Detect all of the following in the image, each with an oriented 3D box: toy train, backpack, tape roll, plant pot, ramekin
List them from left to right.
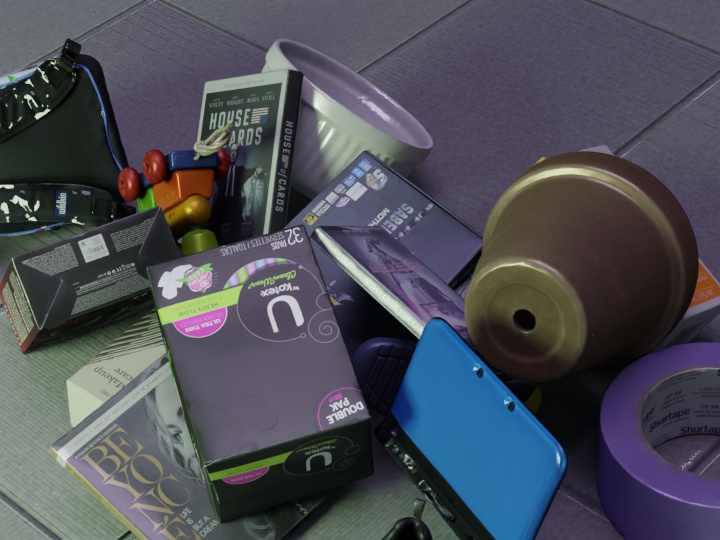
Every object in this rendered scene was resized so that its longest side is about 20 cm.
[{"bbox_3d":[-0.349,-0.130,1.803,0.190,0.201,0.154,-15,10,-2],"label":"backpack"},{"bbox_3d":[-0.162,-0.064,1.659,0.084,0.200,0.116,-6,82,-30],"label":"toy train"},{"bbox_3d":[-0.033,-0.145,1.789,0.200,0.105,0.200,32,16,-10],"label":"ramekin"},{"bbox_3d":[0.173,0.014,1.485,0.200,0.201,0.175,18,28,24],"label":"plant pot"},{"bbox_3d":[0.307,0.160,1.477,0.199,0.085,0.200,-3,40,3],"label":"tape roll"}]

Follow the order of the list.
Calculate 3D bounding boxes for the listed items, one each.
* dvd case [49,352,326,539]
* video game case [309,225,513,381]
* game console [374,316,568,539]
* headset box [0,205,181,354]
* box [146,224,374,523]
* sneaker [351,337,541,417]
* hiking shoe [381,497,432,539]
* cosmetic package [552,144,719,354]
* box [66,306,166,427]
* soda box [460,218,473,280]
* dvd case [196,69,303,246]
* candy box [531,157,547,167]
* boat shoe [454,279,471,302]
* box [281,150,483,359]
[{"bbox_3d":[-0.150,0.178,1.492,0.200,0.016,0.149,40,55,14],"label":"dvd case"},{"bbox_3d":[0.057,0.029,1.514,0.200,0.019,0.143,43,17,17],"label":"video game case"},{"bbox_3d":[0.113,0.163,1.398,0.118,0.171,0.200,-45,47,4],"label":"game console"},{"bbox_3d":[-0.263,0.013,1.638,0.148,0.200,0.077,-20,85,-19],"label":"headset box"},{"bbox_3d":[-0.086,0.088,1.468,0.148,0.124,0.200,-16,61,-7],"label":"box"},{"bbox_3d":[0.067,0.097,1.538,0.200,0.074,0.082,19,22,-34],"label":"sneaker"},{"bbox_3d":[0.005,0.273,1.355,0.076,0.101,0.200,11,42,19],"label":"hiking shoe"},{"bbox_3d":[0.249,-0.019,1.620,0.101,0.071,0.200,-16,63,-50],"label":"cosmetic package"},{"bbox_3d":[-0.181,0.087,1.612,0.082,0.069,0.200,28,49,23],"label":"box"},{"bbox_3d":[0.012,0.005,1.700,0.199,0.064,0.068,-8,41,-6],"label":"soda box"},{"bbox_3d":[-0.120,-0.098,1.716,0.025,0.201,0.150,10,-7,-38],"label":"dvd case"},{"bbox_3d":[0.221,-0.019,1.683,0.102,0.026,0.200,27,38,-26],"label":"candy box"},{"bbox_3d":[0.144,0.019,1.666,0.070,0.071,0.200,-21,6,43],"label":"boat shoe"},{"bbox_3d":[0.000,0.000,1.622,0.158,0.051,0.200,38,65,15],"label":"box"}]
